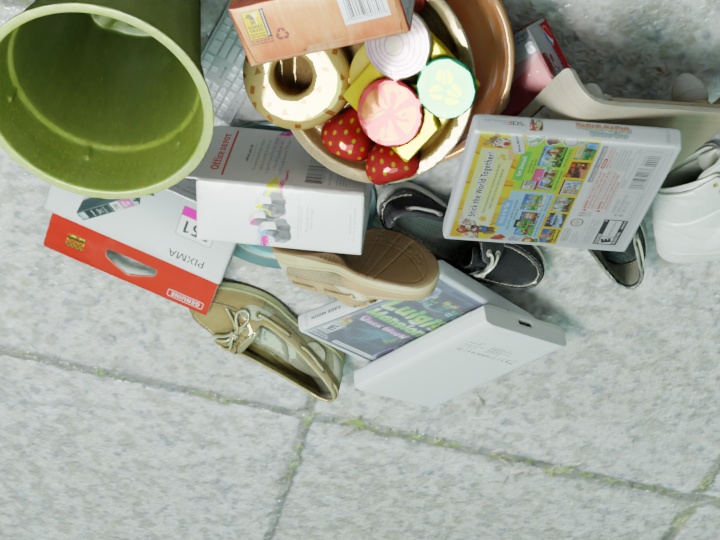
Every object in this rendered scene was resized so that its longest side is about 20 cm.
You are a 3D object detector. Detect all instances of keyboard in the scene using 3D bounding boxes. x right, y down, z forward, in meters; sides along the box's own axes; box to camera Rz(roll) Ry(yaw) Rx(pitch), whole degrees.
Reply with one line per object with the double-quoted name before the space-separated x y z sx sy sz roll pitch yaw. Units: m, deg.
"keyboard" -0.108 -0.219 1.332 0.056 0.011 0.200 23 132 -16

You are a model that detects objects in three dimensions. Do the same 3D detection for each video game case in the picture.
"video game case" 0.176 -0.076 1.294 0.180 0.023 0.200 4 154 -3
"video game case" 0.063 0.057 1.518 0.181 0.024 0.199 -22 150 28

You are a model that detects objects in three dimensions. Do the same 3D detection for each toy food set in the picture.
"toy food set" 0.006 -0.173 1.247 0.200 0.049 0.198 46 118 3
"toy food set" 0.235 -0.136 1.293 0.198 0.061 0.144 1 156 -26

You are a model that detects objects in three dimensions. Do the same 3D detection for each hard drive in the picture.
"hard drive" 0.107 0.096 1.554 0.131 0.027 0.199 17 146 -40

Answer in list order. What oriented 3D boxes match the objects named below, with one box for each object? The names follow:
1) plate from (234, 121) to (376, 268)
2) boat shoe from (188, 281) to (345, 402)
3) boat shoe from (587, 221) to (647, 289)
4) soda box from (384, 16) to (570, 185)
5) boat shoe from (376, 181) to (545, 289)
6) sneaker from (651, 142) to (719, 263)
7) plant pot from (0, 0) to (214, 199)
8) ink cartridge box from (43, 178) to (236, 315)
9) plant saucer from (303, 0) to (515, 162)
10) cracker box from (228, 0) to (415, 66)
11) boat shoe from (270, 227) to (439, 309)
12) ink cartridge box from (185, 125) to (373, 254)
"plate" -0.083 -0.067 1.467 0.198 0.026 0.201 3 135 3
"boat shoe" -0.104 0.079 1.584 0.200 0.063 0.073 32 129 -23
"boat shoe" 0.238 -0.063 1.409 0.070 0.064 0.200 -20 129 23
"soda box" 0.094 -0.155 1.321 0.199 0.063 0.070 -25 97 28
"boat shoe" 0.107 -0.024 1.457 0.199 0.061 0.074 29 114 -21
"sneaker" 0.378 -0.070 1.382 0.198 0.074 0.116 -9 136 16
"plant pot" -0.210 -0.199 1.236 0.198 0.191 0.201 3 135 4
"ink cartridge box" -0.229 -0.038 1.472 0.198 0.044 0.174 23 128 -4
"plant saucer" 0.045 -0.194 1.271 0.198 0.037 0.202 8 111 20
"cracker box" -0.022 -0.252 1.156 0.133 0.201 0.058 -10 127 15
"boat shoe" 0.000 0.000 1.418 0.199 0.071 0.065 16 138 39
"ink cartridge box" -0.090 -0.080 1.360 0.198 0.115 0.068 6 121 3
